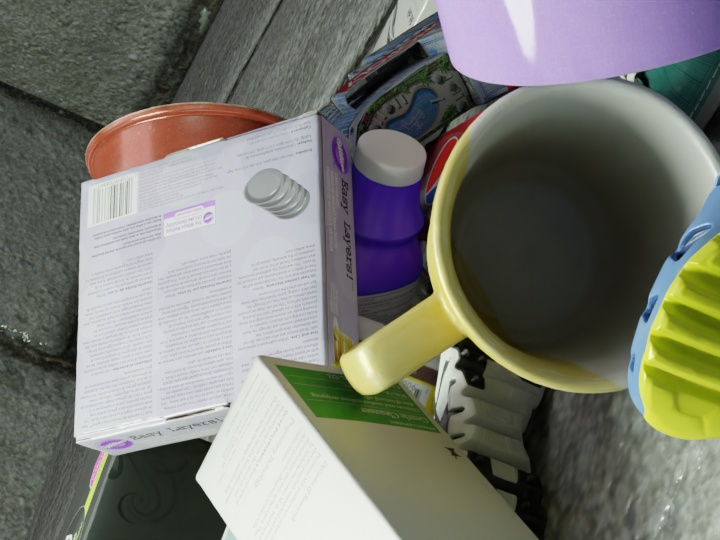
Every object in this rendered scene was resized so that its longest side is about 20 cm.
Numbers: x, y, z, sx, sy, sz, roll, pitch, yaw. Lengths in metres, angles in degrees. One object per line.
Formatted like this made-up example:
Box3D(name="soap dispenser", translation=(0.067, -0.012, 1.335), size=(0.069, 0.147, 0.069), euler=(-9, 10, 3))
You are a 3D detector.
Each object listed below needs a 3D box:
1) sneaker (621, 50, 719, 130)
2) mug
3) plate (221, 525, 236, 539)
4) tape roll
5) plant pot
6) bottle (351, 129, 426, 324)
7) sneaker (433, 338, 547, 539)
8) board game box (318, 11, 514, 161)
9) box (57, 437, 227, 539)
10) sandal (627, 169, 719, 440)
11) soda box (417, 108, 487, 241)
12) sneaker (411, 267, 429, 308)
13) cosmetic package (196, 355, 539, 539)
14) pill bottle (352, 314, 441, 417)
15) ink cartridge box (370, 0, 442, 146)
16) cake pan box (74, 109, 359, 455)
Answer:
Box3D(name="sneaker", translation=(0.151, -0.132, 0.932), size=(0.072, 0.079, 0.200), euler=(-63, 15, 18))
Box3D(name="mug", translation=(0.080, -0.013, 0.847), size=(0.153, 0.184, 0.151), euler=(154, 116, -82))
Box3D(name="plate", translation=(-0.014, 0.212, 0.962), size=(0.199, 0.025, 0.203), euler=(5, 98, 45))
Box3D(name="tape roll", translation=(0.132, -0.160, 0.820), size=(0.200, 0.198, 0.066), euler=(-105, -2, -68))
Box3D(name="plant pot", translation=(-0.131, -0.005, 1.372), size=(0.201, 0.199, 0.197), euler=(135, 137, -58))
Box3D(name="bottle", translation=(0.000, 0.000, 1.127), size=(0.065, 0.083, 0.202), euler=(47, 137, 38))
Box3D(name="sneaker", translation=(0.062, 0.097, 0.950), size=(0.091, 0.066, 0.201), euler=(-53, 22, 39))
Box3D(name="board game box", translation=(0.052, -0.142, 1.201), size=(0.199, 0.062, 0.200), euler=(-35, 10, -18))
Box3D(name="box", translation=(-0.107, 0.207, 1.146), size=(0.124, 0.198, 0.150), euler=(-35, 35, 66))
Box3D(name="sandal", translation=(0.175, -0.020, 0.698), size=(0.201, 0.079, 0.087), euler=(-59, 10, 0))
Box3D(name="soda box", translation=(0.092, -0.061, 1.088), size=(0.071, 0.063, 0.200), euler=(-71, 14, -12))
Box3D(name="sneaker", translation=(-0.010, 0.057, 1.288), size=(0.201, 0.069, 0.100), euler=(-59, 10, 26))
Box3D(name="cosmetic package", translation=(0.015, 0.137, 0.821), size=(0.200, 0.107, 0.085), euler=(45, 114, 43))
Box3D(name="pill bottle", translation=(-0.006, 0.136, 1.062), size=(0.202, 0.108, 0.109), euler=(-68, 14, -4))
Box3D(name="ink cartridge box", translation=(0.062, -0.201, 1.416), size=(0.116, 0.066, 0.201), euler=(-95, 30, -64))
Box3D(name="cake pan box", translation=(-0.098, 0.012, 1.060), size=(0.198, 0.052, 0.186), euler=(-15, 62, 23))
